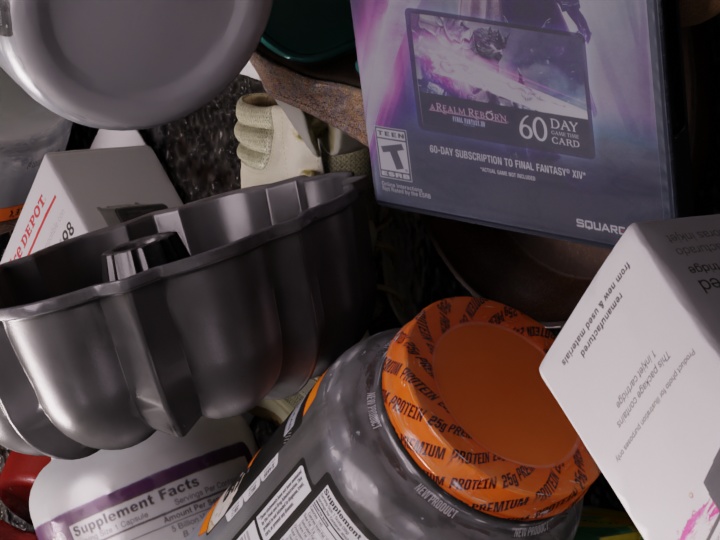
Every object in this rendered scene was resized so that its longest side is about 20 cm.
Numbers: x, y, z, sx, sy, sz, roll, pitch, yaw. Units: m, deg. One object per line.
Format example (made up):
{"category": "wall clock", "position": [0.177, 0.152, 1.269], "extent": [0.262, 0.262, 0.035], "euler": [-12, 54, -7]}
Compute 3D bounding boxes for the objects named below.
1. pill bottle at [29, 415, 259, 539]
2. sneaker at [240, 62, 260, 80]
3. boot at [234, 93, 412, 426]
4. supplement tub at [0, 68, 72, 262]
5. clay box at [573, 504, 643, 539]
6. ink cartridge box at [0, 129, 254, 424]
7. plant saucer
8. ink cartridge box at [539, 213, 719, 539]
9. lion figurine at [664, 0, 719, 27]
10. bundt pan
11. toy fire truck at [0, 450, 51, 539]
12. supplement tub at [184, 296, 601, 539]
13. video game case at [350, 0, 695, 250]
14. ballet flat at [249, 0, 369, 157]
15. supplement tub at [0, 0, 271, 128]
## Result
{"category": "pill bottle", "position": [-0.087, 0.130, 1.319], "extent": [0.112, 0.112, 0.200], "euler": [-31, 80, 52]}
{"category": "sneaker", "position": [-0.067, -0.125, 1.364], "extent": [0.200, 0.080, 0.077], "euler": [18, 107, 51]}
{"category": "boot", "position": [0.000, 0.000, 1.297], "extent": [0.200, 0.072, 0.155], "euler": [18, 107, 53]}
{"category": "supplement tub", "position": [-0.239, -0.026, 1.581], "extent": [0.123, 0.122, 0.200], "euler": [50, 133, 38]}
{"category": "clay box", "position": [0.073, 0.158, 1.233], "extent": [0.200, 0.047, 0.115], "euler": [5, 99, 55]}
{"category": "ink cartridge box", "position": [-0.131, 0.018, 1.482], "extent": [0.200, 0.067, 0.116], "euler": [58, 138, 31]}
{"category": "plant saucer", "position": [0.084, -0.077, 1.197], "extent": [0.200, 0.034, 0.201], "euler": [12, 105, 53]}
{"category": "ink cartridge box", "position": [0.178, 0.076, 0.990], "extent": [0.200, 0.145, 0.084], "euler": [59, 138, 31]}
{"category": "lion figurine", "position": [0.087, -0.127, 1.100], "extent": [0.200, 0.072, 0.123], "euler": [16, 116, 48]}
{"category": "bundt pan", "position": [-0.083, 0.023, 1.202], "extent": [0.202, 0.202, 0.076], "euler": [-6, 103, 55]}
{"category": "toy fire truck", "position": [-0.145, 0.179, 1.437], "extent": [0.168, 0.200, 0.112], "euler": [-31, 36, 58]}
{"category": "supplement tub", "position": [0.010, 0.106, 1.174], "extent": [0.200, 0.122, 0.123], "euler": [-50, 55, 39]}
{"category": "video game case", "position": [0.057, -0.106, 1.088], "extent": [0.143, 0.019, 0.201], "euler": [12, 124, 33]}
{"category": "ballet flat", "position": [0.002, -0.073, 1.233], "extent": [0.200, 0.068, 0.067], "euler": [37, 139, 50]}
{"category": "supplement tub", "position": [-0.127, -0.146, 1.217], "extent": [0.200, 0.122, 0.123], "euler": [-137, 52, -57]}
